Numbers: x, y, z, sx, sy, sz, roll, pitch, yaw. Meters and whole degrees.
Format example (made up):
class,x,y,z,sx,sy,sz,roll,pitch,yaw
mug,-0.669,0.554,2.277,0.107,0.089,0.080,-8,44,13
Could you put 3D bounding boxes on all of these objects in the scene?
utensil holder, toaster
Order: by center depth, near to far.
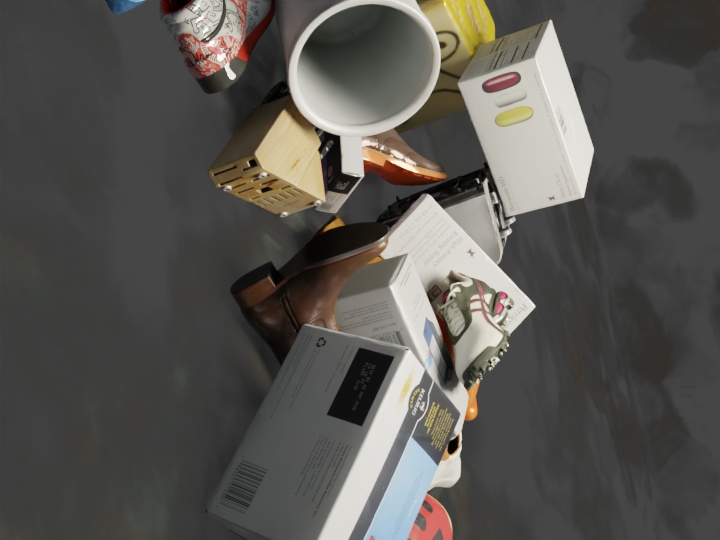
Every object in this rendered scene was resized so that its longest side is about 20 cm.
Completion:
class,x,y,z,sx,sy,sz,roll,pitch,yaw
utensil holder,-0.014,-0.281,1.082,0.170,0.168,0.201,50,17,-42
toaster,0.113,-0.057,1.336,0.181,0.198,0.120,-50,119,-71

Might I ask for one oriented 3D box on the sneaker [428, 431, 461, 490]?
class,x,y,z,sx,sy,sz,roll,pitch,yaw
sneaker,0.109,0.230,1.227,0.072,0.085,0.200,36,6,13

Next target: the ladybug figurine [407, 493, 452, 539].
class,x,y,z,sx,sy,sz,roll,pitch,yaw
ladybug figurine,0.056,0.324,1.109,0.200,0.071,0.138,-28,102,-66

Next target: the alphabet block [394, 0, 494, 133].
class,x,y,z,sx,sy,sz,roll,pitch,yaw
alphabet block,0.075,-0.345,1.399,0.196,0.198,0.198,52,32,-42

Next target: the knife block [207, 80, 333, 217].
class,x,y,z,sx,sy,sz,roll,pitch,yaw
knife block,-0.098,-0.160,1.072,0.199,0.063,0.178,22,56,-61

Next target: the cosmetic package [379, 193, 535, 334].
class,x,y,z,sx,sy,sz,roll,pitch,yaw
cosmetic package,0.118,0.008,1.212,0.200,0.102,0.074,44,2,-5

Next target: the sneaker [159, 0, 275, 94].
class,x,y,z,sx,sy,sz,roll,pitch,yaw
sneaker,-0.153,-0.292,1.024,0.108,0.066,0.203,58,31,-37

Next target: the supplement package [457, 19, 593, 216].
class,x,y,z,sx,sy,sz,roll,pitch,yaw
supplement package,0.229,-0.205,1.286,0.202,0.110,0.156,65,29,-22

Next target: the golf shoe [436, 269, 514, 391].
class,x,y,z,sx,sy,sz,roll,pitch,yaw
golf shoe,0.121,0.067,1.089,0.088,0.077,0.200,36,22,-5

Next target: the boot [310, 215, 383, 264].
class,x,y,z,sx,sy,sz,roll,pitch,yaw
boot,0.000,0.000,1.182,0.144,0.071,0.201,48,-6,4

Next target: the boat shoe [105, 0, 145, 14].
class,x,y,z,sx,sy,sz,roll,pitch,yaw
boat shoe,-0.197,-0.323,0.930,0.069,0.083,0.201,58,26,-25

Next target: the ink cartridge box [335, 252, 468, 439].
class,x,y,z,sx,sy,sz,roll,pitch,yaw
ink cartridge box,0.020,0.101,1.072,0.202,0.144,0.088,66,25,-18

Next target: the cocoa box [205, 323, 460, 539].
class,x,y,z,sx,sy,sz,roll,pitch,yaw
cocoa box,-0.019,0.176,0.873,0.131,0.132,0.202,50,60,-46

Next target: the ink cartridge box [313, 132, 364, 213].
class,x,y,z,sx,sy,sz,roll,pitch,yaw
ink cartridge box,-0.032,-0.183,1.196,0.037,0.095,0.203,9,62,-21

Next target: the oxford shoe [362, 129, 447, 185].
class,x,y,z,sx,sy,sz,roll,pitch,yaw
oxford shoe,0.047,-0.163,1.294,0.198,0.071,0.074,13,75,-43

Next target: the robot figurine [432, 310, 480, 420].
class,x,y,z,sx,sy,sz,roll,pitch,yaw
robot figurine,0.112,0.129,1.300,0.142,0.118,0.200,27,31,2

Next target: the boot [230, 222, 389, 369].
class,x,y,z,sx,sy,sz,roll,pitch,yaw
boot,-0.013,0.064,0.981,0.202,0.184,0.064,60,21,-23
